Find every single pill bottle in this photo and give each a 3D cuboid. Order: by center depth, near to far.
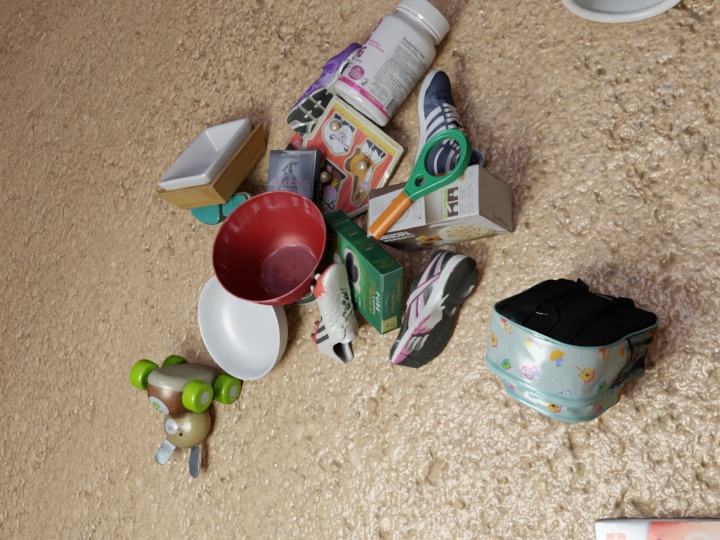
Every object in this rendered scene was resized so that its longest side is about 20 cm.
[{"bbox_3d":[0.056,-0.358,1.299,0.113,0.113,0.201,39,93,38],"label":"pill bottle"}]

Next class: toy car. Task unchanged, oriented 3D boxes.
[{"bbox_3d":[-0.335,0.279,1.424,0.163,0.157,0.203,14,97,29],"label":"toy car"}]

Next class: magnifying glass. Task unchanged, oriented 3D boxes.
[{"bbox_3d":[0.086,-0.125,1.135,0.200,0.022,0.080,-46,51,14],"label":"magnifying glass"}]

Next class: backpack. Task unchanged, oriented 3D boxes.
[{"bbox_3d":[0.254,0.100,0.970,0.175,0.199,0.155,27,110,37],"label":"backpack"}]

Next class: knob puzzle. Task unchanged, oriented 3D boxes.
[{"bbox_3d":[-0.038,-0.179,1.352,0.217,0.030,0.223,2,95,31],"label":"knob puzzle"}]

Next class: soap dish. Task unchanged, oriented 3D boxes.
[{"bbox_3d":[-0.286,-0.206,1.504,0.156,0.082,0.201,-4,42,36],"label":"soap dish"}]

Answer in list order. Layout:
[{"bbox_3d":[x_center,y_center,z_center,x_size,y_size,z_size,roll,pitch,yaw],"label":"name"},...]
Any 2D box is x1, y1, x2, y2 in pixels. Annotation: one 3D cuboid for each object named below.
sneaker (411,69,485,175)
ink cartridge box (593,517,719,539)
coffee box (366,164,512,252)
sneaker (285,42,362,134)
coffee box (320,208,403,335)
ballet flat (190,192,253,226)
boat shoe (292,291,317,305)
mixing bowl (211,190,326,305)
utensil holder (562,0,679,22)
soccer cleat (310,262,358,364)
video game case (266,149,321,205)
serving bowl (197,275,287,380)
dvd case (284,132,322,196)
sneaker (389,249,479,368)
[{"bbox_3d":[0.145,-0.224,1.219,0.108,0.070,0.203,4,87,49],"label":"sneaker"},{"bbox_3d":[0.366,0.397,0.899,0.161,0.050,0.202,-13,67,35],"label":"ink cartridge box"},{"bbox_3d":[0.121,-0.091,1.181,0.198,0.114,0.081,-9,72,35],"label":"coffee box"},{"bbox_3d":[-0.056,-0.331,1.399,0.200,0.081,0.084,-41,40,12],"label":"sneaker"},{"bbox_3d":[0.000,0.000,1.243,0.200,0.044,0.124,44,144,46],"label":"coffee box"},{"bbox_3d":[-0.260,-0.121,1.519,0.199,0.069,0.070,7,82,44],"label":"ballet flat"},{"bbox_3d":[-0.152,0.016,1.398,0.200,0.060,0.073,15,88,40],"label":"boat shoe"},{"bbox_3d":[-0.136,-0.020,1.274,0.198,0.109,0.202,-7,63,13],"label":"mixing bowl"},{"bbox_3d":[0.370,-0.479,1.063,0.169,0.169,0.202,-2,73,37],"label":"utensil holder"},{"bbox_3d":[-0.036,0.071,1.243,0.085,0.068,0.201,38,140,28],"label":"soccer cleat"},{"bbox_3d":[-0.128,-0.119,1.405,0.142,0.019,0.203,10,97,48],"label":"video game case"},{"bbox_3d":[-0.203,0.094,1.393,0.198,0.066,0.203,10,108,34],"label":"serving bowl"},{"bbox_3d":[-0.057,-0.252,1.424,0.146,0.022,0.201,44,106,37],"label":"dvd case"},{"bbox_3d":[0.104,0.057,1.191,0.201,0.080,0.086,-56,39,2],"label":"sneaker"}]
